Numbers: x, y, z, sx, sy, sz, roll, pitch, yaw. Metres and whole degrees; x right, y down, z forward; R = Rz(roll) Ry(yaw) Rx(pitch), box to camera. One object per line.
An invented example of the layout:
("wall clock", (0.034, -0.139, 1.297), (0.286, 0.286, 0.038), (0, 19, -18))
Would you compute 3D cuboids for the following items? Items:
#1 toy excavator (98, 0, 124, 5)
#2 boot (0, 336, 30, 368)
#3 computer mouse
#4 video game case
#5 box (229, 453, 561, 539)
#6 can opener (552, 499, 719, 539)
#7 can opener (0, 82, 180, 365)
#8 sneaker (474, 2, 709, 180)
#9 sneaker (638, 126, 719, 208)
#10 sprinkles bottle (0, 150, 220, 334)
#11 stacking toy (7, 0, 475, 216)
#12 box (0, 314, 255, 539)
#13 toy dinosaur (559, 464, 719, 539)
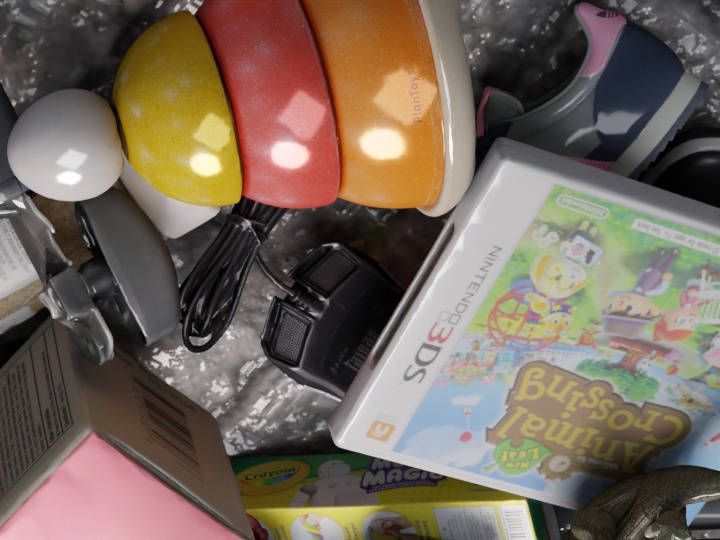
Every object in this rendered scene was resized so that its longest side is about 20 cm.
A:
("toy excavator", (-0.124, -0.219, 0.972), (0.100, 0.194, 0.200), (-39, 79, 32))
("boot", (-0.205, 0.114, 1.202), (0.200, 0.072, 0.144), (-31, 119, 6))
("computer mouse", (0.000, 0.000, 1.167), (0.200, 0.046, 0.141), (27, 90, -37))
("video game case", (0.112, 0.039, 1.114), (0.199, 0.022, 0.182), (16, 124, -21))
("box", (0.006, 0.153, 1.240), (0.199, 0.048, 0.118), (-4, 125, 16))
("can opener", (0.171, 0.145, 1.269), (0.199, 0.066, 0.053), (-1, 80, -10))
("can opener", (-0.149, -0.051, 1.065), (0.067, 0.053, 0.201), (-27, 90, -20))
("sneaker", (0.072, -0.042, 1.133), (0.082, 0.070, 0.200), (44, 96, -3))
("sneaker", (0.166, 0.026, 1.182), (0.071, 0.083, 0.201), (6, 122, -12))
("sprinkles bottle", (-0.166, -0.011, 1.123), (0.200, 0.068, 0.068), (-29, 122, 12))
("stacking toy", (-0.059, -0.077, 1.030), (0.199, 0.146, 0.147), (-13, 124, -12))
("box", (-0.162, 0.140, 1.115), (0.109, 0.128, 0.200), (39, 102, -26))
("toy dinosaur", (0.121, 0.139, 1.132), (0.077, 0.102, 0.200), (27, 103, 1))
